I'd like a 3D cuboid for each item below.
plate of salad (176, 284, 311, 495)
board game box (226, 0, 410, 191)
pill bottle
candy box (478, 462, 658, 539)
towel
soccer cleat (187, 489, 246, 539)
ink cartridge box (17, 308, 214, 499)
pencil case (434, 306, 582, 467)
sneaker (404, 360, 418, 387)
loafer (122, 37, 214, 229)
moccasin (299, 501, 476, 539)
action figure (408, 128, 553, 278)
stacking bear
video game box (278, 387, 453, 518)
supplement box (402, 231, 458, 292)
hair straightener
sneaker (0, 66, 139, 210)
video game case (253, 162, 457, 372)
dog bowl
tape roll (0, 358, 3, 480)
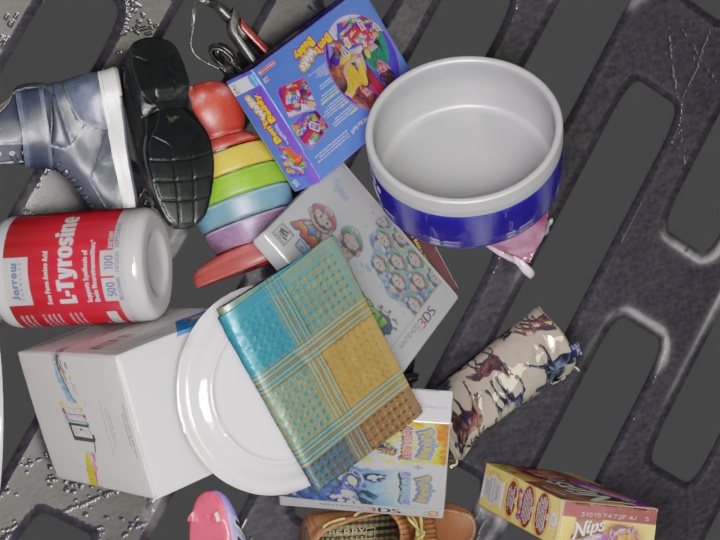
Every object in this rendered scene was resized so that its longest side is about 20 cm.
[{"bbox_3d":[-0.087,0.113,1.476,0.200,0.048,0.200,4,82,-29],"label":"plate of salad"},{"bbox_3d":[-0.033,-0.192,1.628,0.200,0.045,0.134,-43,108,-40],"label":"board game box"},{"bbox_3d":[-0.294,-0.001,1.526,0.200,0.112,0.112,-4,96,10],"label":"pill bottle"},{"bbox_3d":[0.226,0.263,1.716,0.117,0.200,0.056,9,90,-20],"label":"candy box"},{"bbox_3d":[-0.037,0.087,1.470,0.147,0.022,0.200,-33,103,-28],"label":"towel"},{"bbox_3d":[-0.134,0.330,1.673,0.076,0.067,0.200,-15,94,-50],"label":"soccer cleat"},{"bbox_3d":[-0.213,0.125,1.533,0.147,0.200,0.145,-22,103,-36],"label":"ink cartridge box"},{"bbox_3d":[0.154,0.132,1.747,0.200,0.078,0.089,-37,90,-14],"label":"pencil case"},{"bbox_3d":[0.031,0.126,1.666,0.087,0.074,0.200,-37,135,0],"label":"sneaker"},{"bbox_3d":[-0.195,-0.130,1.554,0.073,0.072,0.200,-4,72,-24],"label":"loafer"},{"bbox_3d":[0.036,0.289,1.715,0.201,0.078,0.074,6,92,-20],"label":"moccasin"},{"bbox_3d":[0.109,-0.069,1.691,0.200,0.134,0.149,-11,124,-42],"label":"action figure"},{"bbox_3d":[-0.137,-0.100,1.610,0.121,0.114,0.200,-20,89,-51],"label":"stacking bear"},{"bbox_3d":[0.002,0.188,1.615,0.182,0.200,0.047,2,53,3],"label":"video game box"},{"bbox_3d":[-0.006,0.024,1.690,0.200,0.061,0.109,-31,102,-15],"label":"supplement box"},{"bbox_3d":[-0.113,-0.205,1.645,0.077,0.041,0.200,-46,107,-12],"label":"hair straightener"},{"bbox_3d":[-0.301,-0.096,1.572,0.146,0.077,0.202,-11,106,-10],"label":"sneaker"},{"bbox_3d":[0.000,0.000,1.590,0.200,0.024,0.182,49,38,-6],"label":"video game case"},{"bbox_3d":[0.107,-0.122,1.590,0.200,0.200,0.079,-31,146,-15],"label":"dog bowl"},{"bbox_3d":[-0.420,0.145,1.476,0.139,0.203,0.203,0,94,-20],"label":"tape roll"}]
